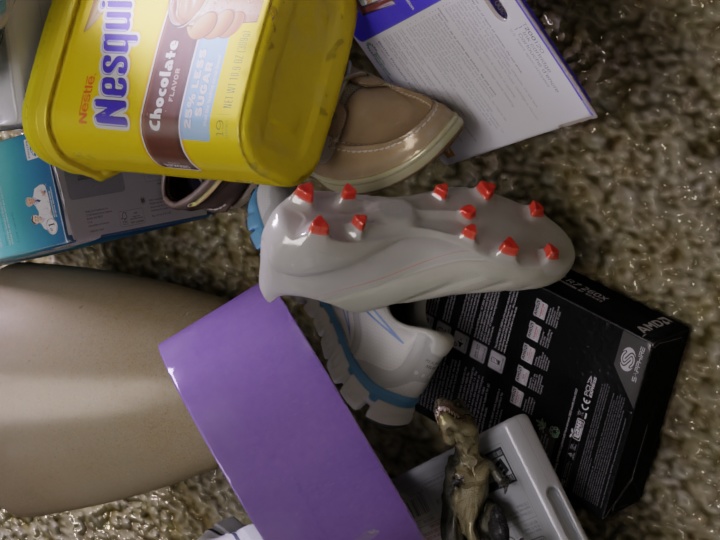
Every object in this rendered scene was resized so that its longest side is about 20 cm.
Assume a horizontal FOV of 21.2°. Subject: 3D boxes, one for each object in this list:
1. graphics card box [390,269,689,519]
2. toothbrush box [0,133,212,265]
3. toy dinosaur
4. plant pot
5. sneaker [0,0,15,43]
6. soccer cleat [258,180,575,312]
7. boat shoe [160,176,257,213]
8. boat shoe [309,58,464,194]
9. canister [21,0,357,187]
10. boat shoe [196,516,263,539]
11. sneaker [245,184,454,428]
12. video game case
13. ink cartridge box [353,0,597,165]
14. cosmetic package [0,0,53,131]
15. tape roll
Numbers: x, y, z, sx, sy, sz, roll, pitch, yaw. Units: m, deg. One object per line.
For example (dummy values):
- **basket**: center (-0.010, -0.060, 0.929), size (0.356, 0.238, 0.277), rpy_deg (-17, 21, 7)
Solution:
- **graphics card box**: center (0.103, 0.055, 1.224), size (0.199, 0.051, 0.126), rpy_deg (28, 116, 34)
- **toothbrush box**: center (-0.233, -0.054, 1.422), size (0.199, 0.146, 0.086), rpy_deg (-13, 91, 42)
- **toy dinosaur**: center (0.070, 0.167, 1.188), size (0.088, 0.047, 0.201), rpy_deg (-120, 24, -46)
- **plant pot**: center (-0.156, 0.081, 1.385), size (0.198, 0.187, 0.189), rpy_deg (-4, 97, 25)
- **sneaker**: center (-0.306, -0.181, 1.239), size (0.199, 0.077, 0.087), rpy_deg (33, 122, 30)
- **soccer cleat**: center (0.033, -0.010, 1.161), size (0.078, 0.198, 0.070), rpy_deg (114, 150, -42)
- **boat shoe**: center (-0.079, -0.121, 1.333), size (0.072, 0.059, 0.201), rpy_deg (47, 126, 23)
- **boat shoe**: center (-0.015, -0.096, 1.207), size (0.199, 0.072, 0.065), rpy_deg (10, 139, 55)
- **canister**: center (-0.107, -0.129, 1.202), size (0.199, 0.086, 0.150), rpy_deg (7, 79, 42)
- **boat shoe**: center (-0.086, 0.215, 1.302), size (0.074, 0.066, 0.200), rpy_deg (61, 167, -2)
- **sneaker**: center (0.000, 0.000, 1.235), size (0.087, 0.075, 0.201), rpy_deg (-50, 57, 25)
- **video game case**: center (0.092, 0.200, 1.240), size (0.183, 0.023, 0.200), rpy_deg (64, 148, 6)
- **ink cartridge box**: center (0.050, -0.162, 1.133), size (0.199, 0.043, 0.200), rpy_deg (55, 159, -10)
- **cosmetic package**: center (-0.228, -0.185, 1.352), size (0.166, 0.199, 0.168), rpy_deg (-4, 96, 41)
- **tape roll**: center (-0.042, 0.111, 1.211), size (0.085, 0.200, 0.201), rpy_deg (-32, 75, -3)
